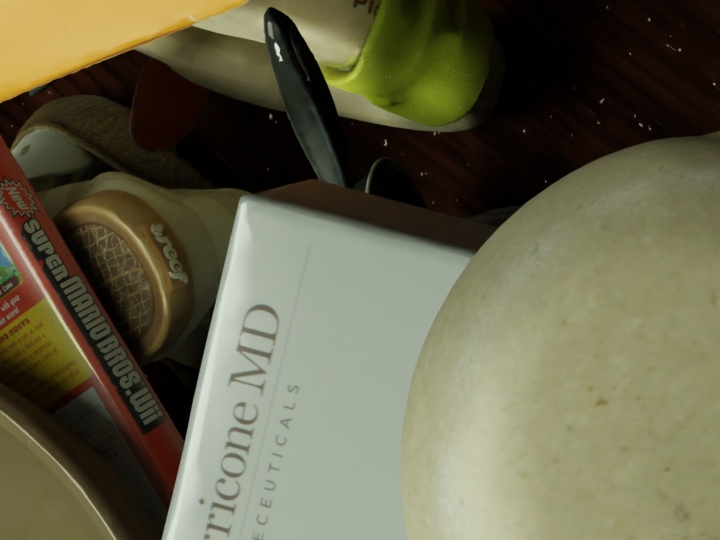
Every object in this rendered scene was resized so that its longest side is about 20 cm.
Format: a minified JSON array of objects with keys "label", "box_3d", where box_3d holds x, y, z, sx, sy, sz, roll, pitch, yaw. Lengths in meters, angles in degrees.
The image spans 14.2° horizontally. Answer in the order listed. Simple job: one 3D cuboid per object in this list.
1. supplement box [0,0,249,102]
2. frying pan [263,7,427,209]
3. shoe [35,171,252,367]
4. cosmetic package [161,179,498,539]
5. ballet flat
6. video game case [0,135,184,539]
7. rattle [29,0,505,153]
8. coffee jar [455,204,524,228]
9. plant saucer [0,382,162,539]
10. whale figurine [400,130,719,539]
[{"label":"supplement box","box_3d":[-0.082,-0.140,0.764,0.126,0.074,0.200,-19,43,31]},{"label":"frying pan","box_3d":[0.003,0.017,0.761,0.031,0.190,0.115,-14,71,14]},{"label":"shoe","box_3d":[-0.102,0.014,0.881,0.200,0.053,0.070,-18,104,47]},{"label":"cosmetic package","box_3d":[0.064,0.052,0.642,0.200,0.071,0.102,14,96,10]},{"label":"ballet flat","box_3d":[-0.079,-0.007,0.938,0.200,0.072,0.068,37,124,45]},{"label":"video game case","box_3d":[-0.118,0.037,0.854,0.143,0.017,0.200,-32,88,46]},{"label":"rattle","box_3d":[-0.025,-0.108,0.838,0.200,0.130,0.143,-176,87,-77]},{"label":"coffee jar","box_3d":[0.071,0.081,0.733,0.104,0.085,0.200,176,85,-67]},{"label":"plant saucer","box_3d":[-0.110,0.116,0.843,0.200,0.029,0.200,16,116,37]},{"label":"whale figurine","box_3d":[0.108,0.032,0.548,0.104,0.200,0.159,41,-143,-85]}]
